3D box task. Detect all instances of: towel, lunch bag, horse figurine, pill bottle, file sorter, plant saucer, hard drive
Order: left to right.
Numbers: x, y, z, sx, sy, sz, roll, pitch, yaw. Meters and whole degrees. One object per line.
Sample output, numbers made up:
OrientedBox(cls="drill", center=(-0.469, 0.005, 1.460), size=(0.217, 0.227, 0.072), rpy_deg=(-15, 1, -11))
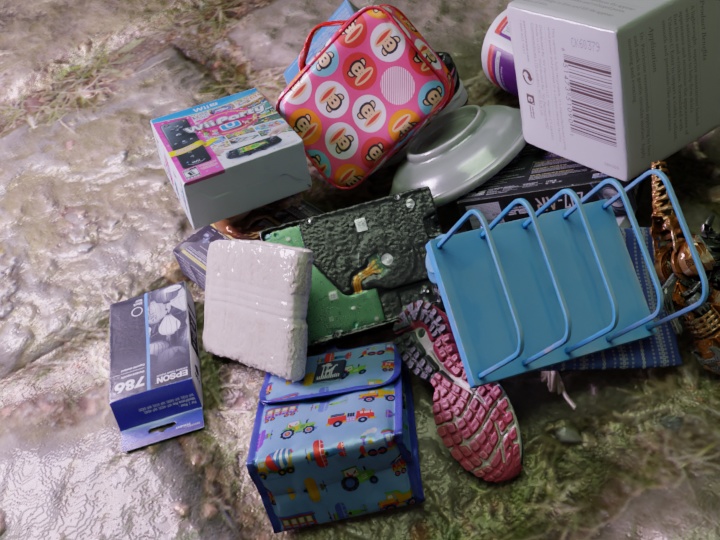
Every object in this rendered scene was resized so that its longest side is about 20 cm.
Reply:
OrientedBox(cls="horse figurine", center=(-0.141, -0.086, 1.189), size=(0.131, 0.050, 0.201), rpy_deg=(-20, 39, -7))
OrientedBox(cls="towel", center=(-0.110, 0.037, 1.041), size=(0.034, 0.135, 0.199), rpy_deg=(0, 6, -36))
OrientedBox(cls="lunch bag", center=(-0.023, 0.144, 0.979), size=(0.148, 0.095, 0.201), rpy_deg=(-13, 31, 7))
OrientedBox(cls="lunch bag", center=(-0.004, -0.218, 1.186), size=(0.199, 0.177, 0.082), rpy_deg=(-39, 3, 21))
OrientedBox(cls="hard drive", center=(0.000, 0.000, 1.077), size=(0.197, 0.038, 0.142), rpy_deg=(-16, 76, -6))
OrientedBox(cls="plant saucer", center=(0.110, -0.148, 1.176), size=(0.198, 0.050, 0.201), rpy_deg=(-31, 21, 13))
OrientedBox(cls="pill bottle", center=(0.254, -0.257, 1.250), size=(0.112, 0.113, 0.200), rpy_deg=(-34, 47, -17))
OrientedBox(cls="file sorter", center=(0.183, 0.002, 0.876), size=(0.197, 0.123, 0.141), rpy_deg=(-13, 76, -18))
OrientedBox(cls="towel", center=(0.211, 0.024, 0.950), size=(0.197, 0.024, 0.147), rpy_deg=(0, 71, -13))

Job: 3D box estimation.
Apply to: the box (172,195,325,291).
OrientedBox(cls="box", center=(-0.108, -0.018, 1.178), size=(0.161, 0.050, 0.199), rpy_deg=(-39, 47, -22))

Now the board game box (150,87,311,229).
OrientedBox(cls="board game box", center=(-0.159, -0.140, 1.173), size=(0.146, 0.065, 0.200), rpy_deg=(-20, 32, -13))

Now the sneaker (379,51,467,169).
OrientedBox(cls="sneaker", center=(0.055, -0.220, 1.296), size=(0.080, 0.087, 0.200), rpy_deg=(25, 59, 38))

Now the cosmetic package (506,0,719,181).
OrientedBox(cls="cosmetic package", center=(0.289, -0.228, 1.045), size=(0.198, 0.167, 0.165), rpy_deg=(-28, 34, -22))

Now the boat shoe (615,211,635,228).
OrientedBox(cls="boat shoe", center=(0.255, -0.016, 1.051), size=(0.068, 0.057, 0.201), rpy_deg=(-2, 43, 31))

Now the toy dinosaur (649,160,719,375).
OrientedBox(cls="toy dinosaur", center=(0.333, -0.007, 0.947), size=(0.134, 0.203, 0.102), rpy_deg=(-19, 15, -28))

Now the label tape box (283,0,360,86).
OrientedBox(cls="label tape box", center=(-0.021, -0.253, 1.327), size=(0.143, 0.066, 0.201), rpy_deg=(-45, 41, 22))

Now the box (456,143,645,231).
OrientedBox(cls="box", center=(0.224, -0.115, 1.120), size=(0.197, 0.044, 0.161), rpy_deg=(-7, 32, 28))

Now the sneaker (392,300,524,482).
OrientedBox(cls="sneaker", center=(0.109, 0.114, 0.964), size=(0.081, 0.074, 0.202), rpy_deg=(-42, 52, 22))

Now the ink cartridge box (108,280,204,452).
OrientedBox(cls="ink cartridge box", center=(-0.232, 0.103, 1.108), size=(0.098, 0.040, 0.201), rpy_deg=(-17, 44, 0))

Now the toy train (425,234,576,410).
OrientedBox(cls="toy train", center=(0.139, 0.046, 0.971), size=(0.114, 0.085, 0.201), rpy_deg=(17, 34, -29))
